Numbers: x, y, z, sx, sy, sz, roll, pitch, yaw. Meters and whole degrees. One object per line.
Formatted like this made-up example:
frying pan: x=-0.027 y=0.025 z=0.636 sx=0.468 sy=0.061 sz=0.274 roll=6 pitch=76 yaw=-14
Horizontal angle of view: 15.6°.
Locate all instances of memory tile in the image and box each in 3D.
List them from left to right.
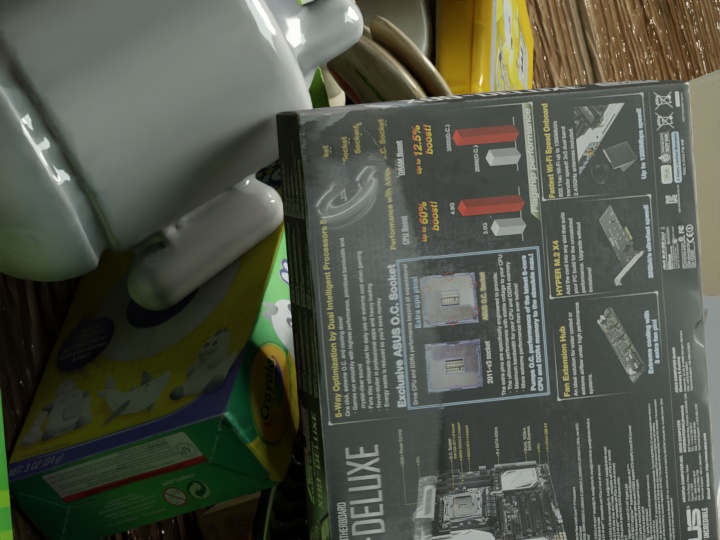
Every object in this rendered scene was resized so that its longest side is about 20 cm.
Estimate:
memory tile: x=0.056 y=-0.029 z=1.147 sx=0.200 sy=0.017 sz=0.153 roll=49 pitch=-6 yaw=-10

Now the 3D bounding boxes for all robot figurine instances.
robot figurine: x=-0.098 y=-0.070 z=1.054 sx=0.170 sy=0.200 sz=0.113 roll=60 pitch=-9 yaw=-4

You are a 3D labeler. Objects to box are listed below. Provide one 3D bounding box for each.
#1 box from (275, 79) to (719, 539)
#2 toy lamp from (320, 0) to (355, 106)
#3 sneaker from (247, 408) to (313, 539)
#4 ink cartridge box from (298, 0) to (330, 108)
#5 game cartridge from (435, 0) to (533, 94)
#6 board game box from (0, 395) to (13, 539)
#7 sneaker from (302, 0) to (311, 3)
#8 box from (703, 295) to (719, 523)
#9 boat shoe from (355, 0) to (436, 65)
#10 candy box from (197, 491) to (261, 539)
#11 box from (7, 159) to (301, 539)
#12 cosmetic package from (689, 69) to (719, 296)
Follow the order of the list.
box: x=0.054 y=0.031 z=1.025 sx=0.050 sy=0.158 sz=0.200 roll=-164 pitch=-111 yaw=-77
toy lamp: x=-0.012 y=-0.129 z=1.228 sx=0.058 sy=0.058 sz=0.200 roll=-73 pitch=172 yaw=-46
sneaker: x=-0.026 y=0.122 z=1.089 sx=0.070 sy=0.090 sz=0.200 roll=15 pitch=88 yaw=-23
ink cartridge box: x=-0.092 y=-0.151 z=1.125 sx=0.148 sy=0.076 sz=0.200 roll=-12 pitch=82 yaw=-16
game cartridge: x=0.069 y=-0.094 z=1.420 sx=0.176 sy=0.032 sz=0.200 roll=71 pitch=17 yaw=-56
board game box: x=-0.165 y=0.115 z=0.975 sx=0.096 sy=0.030 sz=0.200 roll=22 pitch=58 yaw=-54
sneaker: x=-0.061 y=-0.159 z=1.257 sx=0.200 sy=0.081 sz=0.077 roll=41 pitch=39 yaw=-43
box: x=0.163 y=0.129 z=1.281 sx=0.200 sy=0.041 sz=0.156 roll=73 pitch=25 yaw=-56
boat shoe: x=0.017 y=-0.158 z=1.409 sx=0.069 sy=0.072 sz=0.200 roll=71 pitch=9 yaw=-54
candy box: x=0.041 y=0.125 z=1.137 sx=0.055 sy=0.200 sz=0.116 roll=-32 pitch=101 yaw=-62
box: x=-0.068 y=0.018 z=1.104 sx=0.048 sy=0.117 sz=0.200 roll=54 pitch=33 yaw=-29
cosmetic package: x=0.213 y=-0.001 z=1.537 sx=0.200 sy=0.167 sz=0.166 roll=18 pitch=58 yaw=-54
